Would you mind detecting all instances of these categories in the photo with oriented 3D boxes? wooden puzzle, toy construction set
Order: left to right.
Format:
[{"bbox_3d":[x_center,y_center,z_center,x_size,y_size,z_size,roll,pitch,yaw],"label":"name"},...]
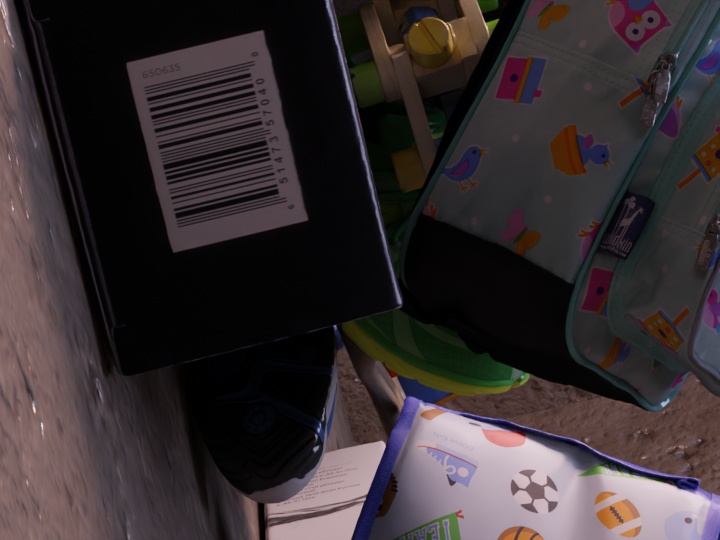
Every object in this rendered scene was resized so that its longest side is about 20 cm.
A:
[{"bbox_3d":[0.000,0.000,1.057,0.200,0.046,0.186,68,-2,-63],"label":"wooden puzzle"},{"bbox_3d":[0.020,-0.142,0.833,0.131,0.092,0.201,-104,-169,-45],"label":"toy construction set"}]

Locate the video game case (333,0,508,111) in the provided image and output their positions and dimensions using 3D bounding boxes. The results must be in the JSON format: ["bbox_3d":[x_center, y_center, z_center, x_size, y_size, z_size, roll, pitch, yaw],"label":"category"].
[{"bbox_3d":[0.056,-0.116,0.955,0.182,0.200,0.023,60,32,4],"label":"video game case"}]

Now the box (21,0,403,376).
[{"bbox_3d":[-0.052,-0.054,0.780,0.200,0.104,0.149,-106,-178,-85],"label":"box"}]

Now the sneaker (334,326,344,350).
[{"bbox_3d":[-0.054,0.002,1.205,0.200,0.075,0.089,79,-2,-75],"label":"sneaker"}]

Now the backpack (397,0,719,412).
[{"bbox_3d":[0.121,-0.051,0.810,0.176,0.153,0.201,30,77,-62],"label":"backpack"}]

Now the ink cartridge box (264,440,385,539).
[{"bbox_3d":[-0.002,0.208,1.187,0.200,0.083,0.146,-103,179,-72],"label":"ink cartridge box"}]

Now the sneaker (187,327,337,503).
[{"bbox_3d":[-0.043,0.046,0.992,0.200,0.075,0.077,-100,173,-54],"label":"sneaker"}]

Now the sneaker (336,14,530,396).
[{"bbox_3d":[0.012,-0.030,0.914,0.200,0.084,0.074,54,35,8],"label":"sneaker"}]

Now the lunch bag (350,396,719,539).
[{"bbox_3d":[0.068,0.174,0.948,0.124,0.169,0.201,84,23,-73],"label":"lunch bag"}]
